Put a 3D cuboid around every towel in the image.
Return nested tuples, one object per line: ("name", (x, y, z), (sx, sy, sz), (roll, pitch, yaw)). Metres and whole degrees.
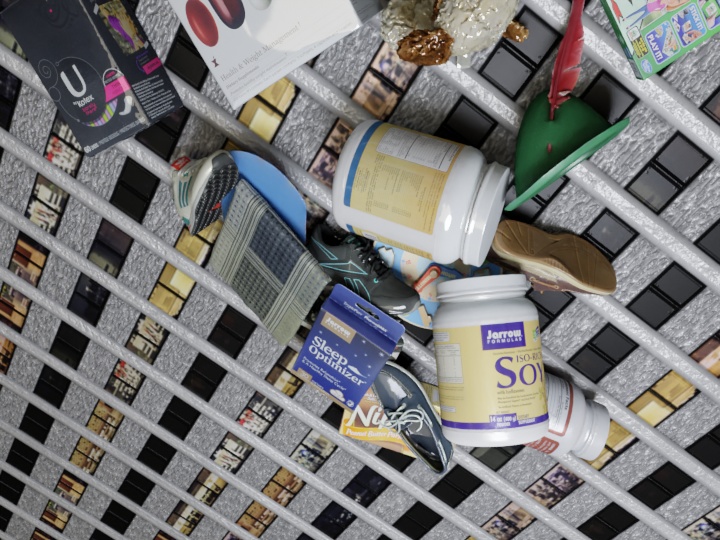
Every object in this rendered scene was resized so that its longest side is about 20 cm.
("towel", (-0.138, -0.006, 0.878), (0.193, 0.034, 0.201), (47, 138, 7))

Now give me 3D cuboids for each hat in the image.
("hat", (0.210, -0.201, 0.719), (0.197, 0.166, 0.179), (-32, 84, -15))

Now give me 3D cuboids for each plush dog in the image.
("plush dog", (0.121, -0.289, 0.644), (0.159, 0.173, 0.201), (37, 118, -8))

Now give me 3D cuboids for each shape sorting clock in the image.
("shape sorting clock", (0.109, -0.004, 0.871), (0.193, 0.039, 0.206), (5, 118, 10))

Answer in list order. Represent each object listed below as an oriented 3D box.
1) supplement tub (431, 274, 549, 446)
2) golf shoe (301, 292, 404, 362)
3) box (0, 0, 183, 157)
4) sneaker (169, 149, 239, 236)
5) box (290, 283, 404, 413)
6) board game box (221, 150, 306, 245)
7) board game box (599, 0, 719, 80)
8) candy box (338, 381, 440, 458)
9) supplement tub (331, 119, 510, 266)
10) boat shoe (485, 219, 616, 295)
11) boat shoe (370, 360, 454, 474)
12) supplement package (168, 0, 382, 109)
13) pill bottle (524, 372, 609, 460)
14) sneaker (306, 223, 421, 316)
("supplement tub", (0.168, 0.115, 0.784), (0.141, 0.145, 0.207), (-7, 85, 16))
("golf shoe", (-0.029, 0.099, 0.938), (0.195, 0.078, 0.090), (21, 128, 3))
("box", (-0.352, -0.279, 0.798), (0.119, 0.107, 0.204), (-19, 111, 21))
("sneaker", (-0.234, -0.126, 0.836), (0.094, 0.070, 0.200), (51, 151, 1))
("box", (-0.024, 0.120, 0.873), (0.119, 0.033, 0.202), (32, 132, 5))
("board game box", (-0.134, -0.090, 0.871), (0.155, 0.039, 0.203), (26, 139, 18))
("board game box", (0.324, -0.336, 0.646), (0.133, 0.029, 0.202), (-31, 106, 17))
("candy box", (0.070, 0.242, 0.997), (0.194, 0.056, 0.118), (17, 117, 5))
("supplement tub", (0.076, -0.096, 0.751), (0.195, 0.145, 0.148), (20, 121, 17))
("boat shoe", (0.258, -0.008, 0.824), (0.194, 0.074, 0.072), (16, 151, -12))
("boat shoe", (0.075, 0.230, 0.924), (0.074, 0.062, 0.202), (-28, 103, 26))
("supplement package", (-0.108, -0.339, 0.687), (0.188, 0.148, 0.203), (-24, 111, 23))
("pill bottle", (0.267, 0.211, 0.903), (0.195, 0.113, 0.115), (21, 120, 2))
("sneaker", (0.000, 0.000, 0.857), (0.196, 0.075, 0.081), (24, 119, 19))
